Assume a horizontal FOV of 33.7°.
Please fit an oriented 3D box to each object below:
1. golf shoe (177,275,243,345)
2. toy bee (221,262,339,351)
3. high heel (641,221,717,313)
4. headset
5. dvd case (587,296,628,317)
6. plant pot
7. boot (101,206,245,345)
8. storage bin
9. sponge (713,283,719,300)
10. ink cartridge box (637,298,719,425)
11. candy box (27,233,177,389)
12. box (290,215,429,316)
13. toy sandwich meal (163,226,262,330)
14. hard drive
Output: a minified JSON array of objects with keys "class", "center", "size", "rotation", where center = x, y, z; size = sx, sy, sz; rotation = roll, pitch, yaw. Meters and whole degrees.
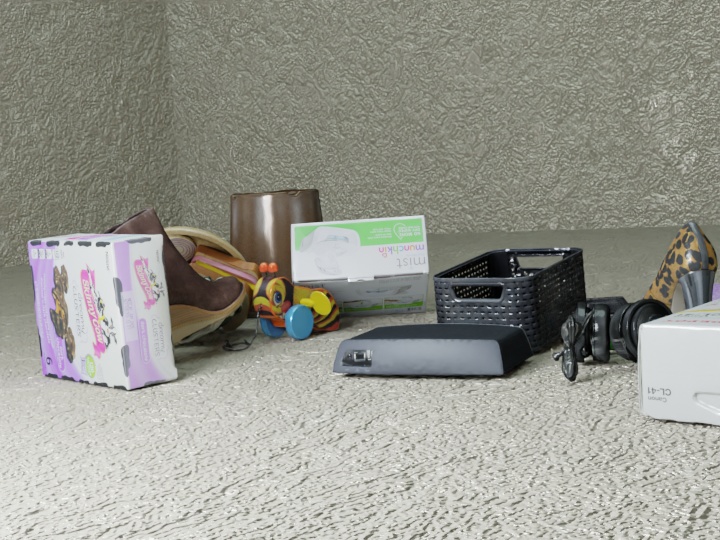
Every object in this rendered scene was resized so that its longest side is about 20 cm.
[{"class":"golf shoe","center":[-0.262,0.064,1.674],"size":[0.199,0.078,0.088],"rotation":[-16,25,30]},{"class":"toy bee","center":[-0.100,0.042,1.630],"size":[0.130,0.110,0.200],"rotation":[0,6,19]},{"class":"high heel","center":[0.364,0.011,1.424],"size":[0.071,0.144,0.200],"rotation":[-5,5,-15]},{"class":"headset","center":[0.272,0.079,1.272],"size":[0.123,0.095,0.199],"rotation":[-5,-12,40]},{"class":"dvd case","center":[0.300,0.059,1.649],"size":[0.147,0.016,0.200],"rotation":[-3,5,7]},{"class":"plant pot","center":[-0.138,-0.033,1.989],"size":[0.198,0.200,0.200],"rotation":[-4,6,0]},{"class":"boot","center":[-0.234,-0.005,1.528],"size":[0.072,0.168,0.200],"rotation":[-11,14,35]},{"class":"storage bin","center":[0.190,0.035,1.484],"size":[0.134,0.095,0.200],"rotation":[0,12,31]},{"class":"sponge","center":[0.477,0.041,1.647],"size":[0.110,0.030,0.200],"rotation":[-2,6,19]},{"class":"ink cartridge box","center":[0.351,0.075,1.043],"size":[0.147,0.087,0.199],"rotation":[0,5,38]},{"class":"candy box","center":[-0.306,0.044,1.399],"size":[0.071,0.170,0.199],"rotation":[-10,8,-42]},{"class":"box","center":[0.000,0.000,1.775],"size":[0.198,0.098,0.177],"rotation":[-4,-21,1]},{"class":"toy sandwich meal","center":[-0.246,0.019,1.734],"size":[0.203,0.206,0.071],"rotation":[-3,49,11]},{"class":"hard drive","center":[0.081,0.088,1.330],"size":[0.198,0.043,0.135],"rotation":[-1,5,24]}]
